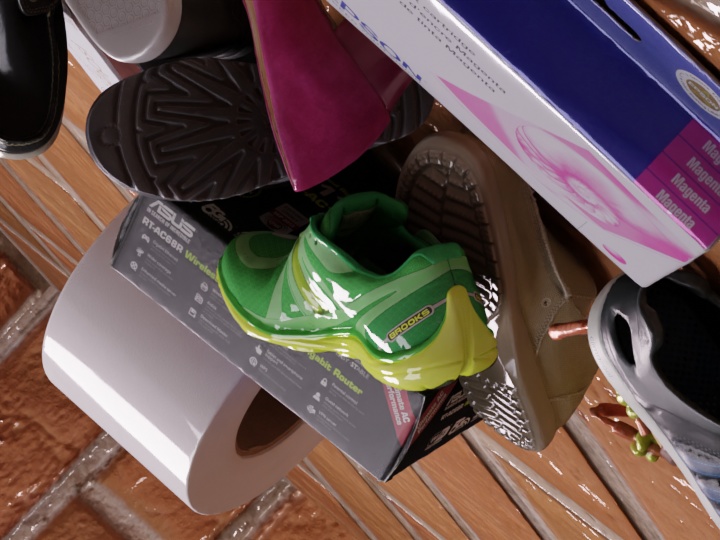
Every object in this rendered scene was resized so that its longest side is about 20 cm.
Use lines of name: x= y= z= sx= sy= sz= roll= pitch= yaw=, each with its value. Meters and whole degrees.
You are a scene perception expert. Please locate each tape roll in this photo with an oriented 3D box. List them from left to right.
tape roll: x=-0.090 y=0.039 z=1.941 sx=0.139 sy=0.203 sz=0.203 roll=39 pitch=171 yaw=20

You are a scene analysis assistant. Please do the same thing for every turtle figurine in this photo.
turtle figurine: x=0.166 y=0.086 z=1.425 sx=0.161 sy=0.064 sz=0.200 roll=54 pitch=178 yaw=17

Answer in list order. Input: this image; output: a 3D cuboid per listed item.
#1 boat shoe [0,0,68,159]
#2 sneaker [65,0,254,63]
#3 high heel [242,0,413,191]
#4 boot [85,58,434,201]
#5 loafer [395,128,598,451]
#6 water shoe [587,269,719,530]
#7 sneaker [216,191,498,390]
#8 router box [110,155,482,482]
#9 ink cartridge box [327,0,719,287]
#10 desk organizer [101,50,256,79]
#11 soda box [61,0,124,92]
boat shoe: x=-0.195 y=-0.158 z=1.564 sx=0.068 sy=0.072 sz=0.200 roll=158 pitch=106 yaw=-84
sneaker: x=-0.109 y=-0.171 z=1.409 sx=0.099 sy=0.071 sz=0.200 roll=8 pitch=-136 yaw=-50
high heel: x=-0.062 y=-0.126 z=1.320 sx=0.200 sy=0.096 sz=0.067 roll=41 pitch=172 yaw=10
boot: x=-0.062 y=-0.069 z=1.452 sx=0.200 sy=0.164 sz=0.066 roll=-175 pitch=77 yaw=-78
loafer: x=0.072 y=0.000 z=1.449 sx=0.076 sy=0.068 sz=0.200 roll=29 pitch=149 yaw=36
water shoe: x=0.180 y=0.079 z=1.312 sx=0.200 sy=0.072 sz=0.079 roll=43 pitch=168 yaw=-7
sneaker: x=0.000 y=0.000 z=1.422 sx=0.200 sy=0.074 sz=0.084 roll=16 pitch=115 yaw=54
router box: x=-0.009 y=0.010 z=1.575 sx=0.200 sy=0.062 sz=0.150 roll=38 pitch=-147 yaw=18
ink cartridge box: x=0.066 y=-0.080 z=1.148 sx=0.196 sy=0.043 sz=0.200 roll=43 pitch=173 yaw=2
desk organizer: x=-0.110 y=-0.144 z=1.555 sx=0.077 sy=0.072 sz=0.200 roll=41 pitch=172 yaw=32
soda box: x=-0.121 y=-0.129 z=1.691 sx=0.064 sy=0.068 sz=0.200 roll=38 pitch=171 yaw=32
